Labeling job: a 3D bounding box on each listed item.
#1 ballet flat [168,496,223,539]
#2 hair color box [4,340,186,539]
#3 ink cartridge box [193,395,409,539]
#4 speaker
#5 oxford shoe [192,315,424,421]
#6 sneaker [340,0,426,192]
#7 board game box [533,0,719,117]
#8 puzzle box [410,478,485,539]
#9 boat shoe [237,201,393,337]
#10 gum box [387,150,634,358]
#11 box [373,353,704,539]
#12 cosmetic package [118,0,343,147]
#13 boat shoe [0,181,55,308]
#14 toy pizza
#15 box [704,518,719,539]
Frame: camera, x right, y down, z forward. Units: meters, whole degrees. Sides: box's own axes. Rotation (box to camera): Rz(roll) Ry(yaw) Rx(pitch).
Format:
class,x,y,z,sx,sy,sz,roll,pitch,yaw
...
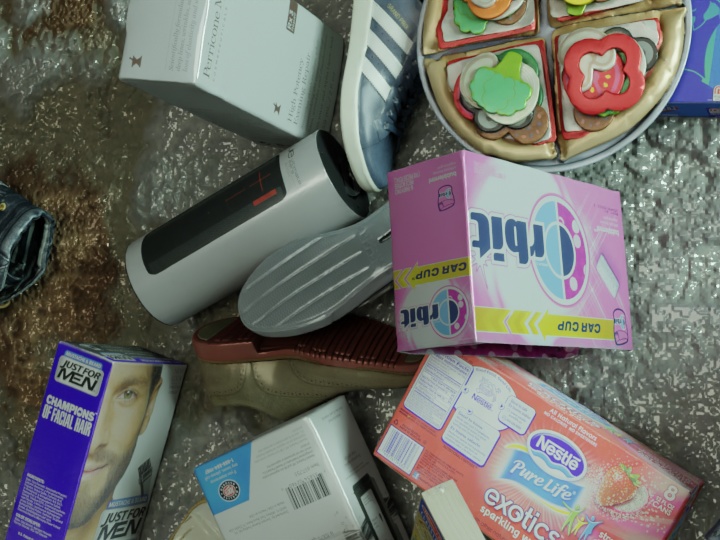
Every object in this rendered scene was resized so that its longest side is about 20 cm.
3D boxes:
class,x,y,z,sx,sy,sz,roll,pitch,yaw
ballet flat,-0.139,0.245,0.864,0.068,0.063,0.201,39,100,23
hair color box,-0.222,0.165,0.886,0.064,0.109,0.203,14,90,24
ink cartridge box,-0.028,0.213,0.798,0.115,0.068,0.203,-26,86,25
speaker,-0.092,-0.033,0.868,0.198,0.081,0.082,-28,73,19
oxford shoe,-0.037,0.081,0.848,0.197,0.070,0.076,3,112,23
sneaker,0.036,-0.162,0.829,0.083,0.075,0.204,4,90,17
board game box,0.202,-0.216,0.774,0.150,0.045,0.204,4,85,25
puzzle box,0.087,0.249,0.678,0.025,0.134,0.201,-19,58,-16
boat shoe,0.000,0.000,0.821,0.198,0.062,0.073,-26,65,13
gum box,0.108,-0.003,0.712,0.066,0.198,0.116,-12,78,42
box,0.124,0.136,0.740,0.198,0.094,0.104,31,97,24
cosmetic package,-0.091,-0.164,0.816,0.073,0.199,0.104,8,87,24
boat shoe,-0.358,0.019,0.985,0.090,0.071,0.203,24,92,29
toy pizza,0.131,-0.171,0.751,0.197,0.032,0.204,-2,85,20
box,0.312,0.115,0.629,0.104,0.148,0.201,41,99,23
